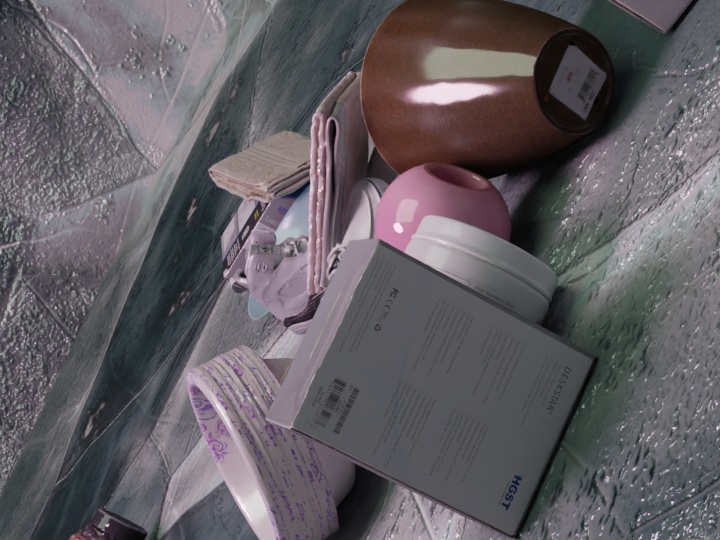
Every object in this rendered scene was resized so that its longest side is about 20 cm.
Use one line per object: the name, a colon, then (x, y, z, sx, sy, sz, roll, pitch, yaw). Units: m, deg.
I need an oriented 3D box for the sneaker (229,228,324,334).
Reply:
sneaker: (-0.064, -0.022, 1.975, 0.200, 0.115, 0.075, -53, 19, 27)

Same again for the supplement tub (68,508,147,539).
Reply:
supplement tub: (-0.343, 0.404, 2.156, 0.200, 0.107, 0.107, -64, 17, -7)

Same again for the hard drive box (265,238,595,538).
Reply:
hard drive box: (0.054, 0.089, 1.302, 0.156, 0.200, 0.077, -64, 16, -8)

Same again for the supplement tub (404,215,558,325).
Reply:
supplement tub: (0.067, 0.070, 1.415, 0.200, 0.132, 0.132, -64, 17, -8)

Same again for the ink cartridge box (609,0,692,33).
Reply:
ink cartridge box: (0.264, -0.319, 1.518, 0.148, 0.085, 0.200, -54, 20, 24)

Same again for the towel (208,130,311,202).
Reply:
towel: (-0.110, -0.138, 2.267, 0.132, 0.035, 0.200, -27, 22, -18)

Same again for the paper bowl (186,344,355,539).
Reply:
paper bowl: (-0.077, 0.164, 1.628, 0.104, 0.201, 0.201, -25, 10, -14)

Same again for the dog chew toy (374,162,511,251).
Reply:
dog chew toy: (0.061, 0.007, 1.560, 0.125, 0.124, 0.200, -107, 31, -67)

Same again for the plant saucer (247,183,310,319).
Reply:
plant saucer: (-0.075, -0.021, 2.143, 0.201, 0.039, 0.201, -54, 18, 27)

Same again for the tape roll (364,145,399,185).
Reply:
tape roll: (0.083, -0.142, 1.807, 0.203, 0.071, 0.203, -53, 20, 28)

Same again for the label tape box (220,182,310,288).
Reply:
label tape box: (-0.113, -0.085, 2.313, 0.200, 0.063, 0.144, -57, 18, 17)

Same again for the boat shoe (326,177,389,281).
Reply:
boat shoe: (0.000, 0.000, 1.722, 0.074, 0.065, 0.201, -24, 64, 50)

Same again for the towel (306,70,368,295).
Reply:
towel: (-0.021, -0.094, 1.813, 0.191, 0.032, 0.201, -60, -25, -68)

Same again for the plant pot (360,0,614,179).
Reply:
plant pot: (0.132, -0.168, 1.562, 0.200, 0.187, 0.187, 4, 67, 56)
